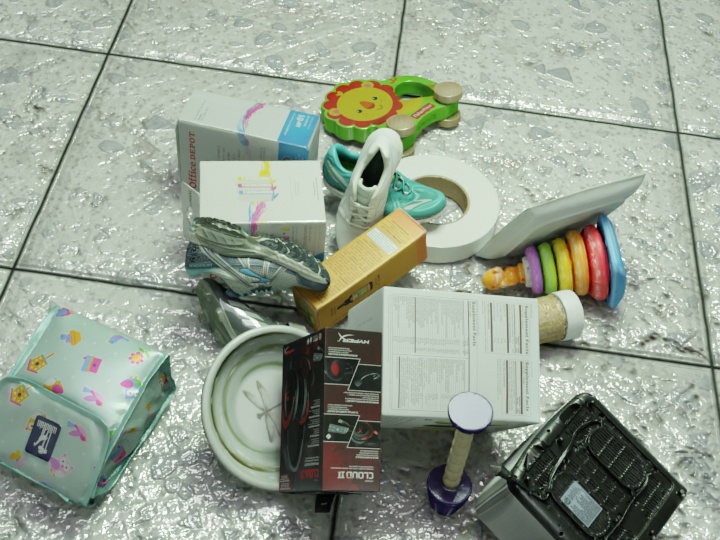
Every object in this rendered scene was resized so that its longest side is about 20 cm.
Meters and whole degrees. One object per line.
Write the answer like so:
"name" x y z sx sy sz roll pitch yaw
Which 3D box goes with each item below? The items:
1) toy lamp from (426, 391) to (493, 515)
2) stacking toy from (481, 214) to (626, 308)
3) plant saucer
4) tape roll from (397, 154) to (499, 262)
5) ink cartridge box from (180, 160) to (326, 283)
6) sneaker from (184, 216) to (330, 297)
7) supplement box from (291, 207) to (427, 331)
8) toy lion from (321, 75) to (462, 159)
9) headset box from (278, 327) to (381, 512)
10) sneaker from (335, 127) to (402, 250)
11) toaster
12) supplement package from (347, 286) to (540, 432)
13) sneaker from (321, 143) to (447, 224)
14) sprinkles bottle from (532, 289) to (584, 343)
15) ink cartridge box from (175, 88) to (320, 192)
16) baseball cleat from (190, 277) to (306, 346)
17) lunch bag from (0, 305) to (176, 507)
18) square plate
"toy lamp" 0.110 0.219 1.218 0.058 0.201 0.059 2 47 -2
"stacking toy" 0.272 -0.002 1.514 0.198 0.116 0.111 -10 57 4
"plant saucer" -0.107 0.170 1.305 0.198 0.050 0.202 6 77 -25
"tape roll" 0.112 -0.096 1.607 0.200 0.037 0.204 3 49 -3
"ink cartridge box" -0.153 -0.067 1.491 0.198 0.129 0.126 -2 49 -7
"sneaker" -0.138 -0.003 1.396 0.198 0.087 0.078 19 17 -11
"supplement box" 0.000 0.000 1.468 0.199 0.067 0.069 -37 59 -20
"toy lion" 0.042 -0.268 1.744 0.191 0.069 0.200 31 52 30
"headset box" -0.037 0.178 1.225 0.074 0.148 0.202 6 77 -22
"sneaker" 0.003 -0.101 1.495 0.070 0.202 0.080 17 20 6
"toaster" 0.249 0.261 1.230 0.200 0.119 0.181 45 55 7
"supplement package" 0.098 0.114 1.289 0.198 0.152 0.152 5 76 -16
"sneaker" 0.033 -0.126 1.549 0.198 0.080 0.078 20 50 12
"sprinkles bottle" 0.205 0.077 1.444 0.198 0.069 0.069 -11 50 -15
"ink cartridge box" -0.167 -0.173 1.572 0.198 0.145 0.085 12 48 4
"baseball cleat" -0.138 0.080 1.412 0.106 0.070 0.201 -24 65 -32
"lunch bag" -0.343 0.168 1.268 0.169 0.122 0.201 23 58 11
"square plate" 0.286 -0.070 1.512 0.196 0.200 0.029 -17 77 -20
